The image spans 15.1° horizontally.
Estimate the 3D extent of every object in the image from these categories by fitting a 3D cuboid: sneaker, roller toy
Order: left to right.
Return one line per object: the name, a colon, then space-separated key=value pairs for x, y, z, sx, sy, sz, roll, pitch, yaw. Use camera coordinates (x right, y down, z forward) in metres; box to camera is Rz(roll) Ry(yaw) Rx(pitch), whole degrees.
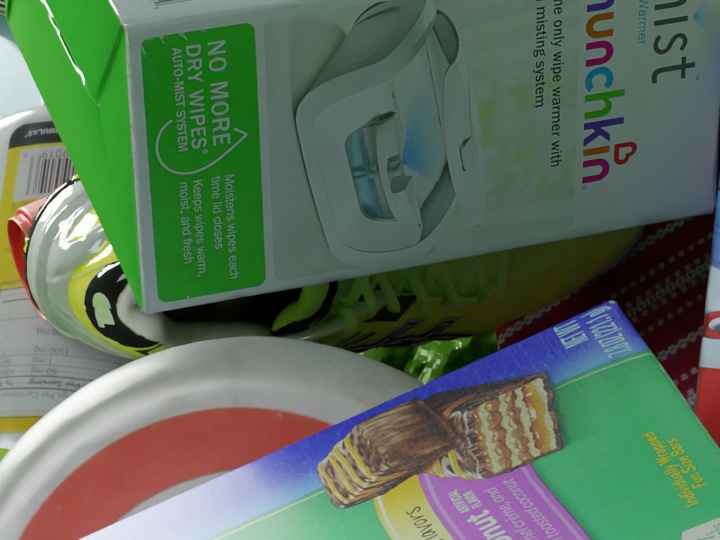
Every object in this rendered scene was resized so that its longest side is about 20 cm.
roller toy: x=-0.026 y=0.119 z=0.786 sx=0.182 sy=0.140 sz=0.200 roll=-29 pitch=81 yaw=-3
sneaker: x=0.000 y=0.000 z=0.841 sx=0.199 sy=0.076 sz=0.076 roll=-11 pitch=19 yaw=-16

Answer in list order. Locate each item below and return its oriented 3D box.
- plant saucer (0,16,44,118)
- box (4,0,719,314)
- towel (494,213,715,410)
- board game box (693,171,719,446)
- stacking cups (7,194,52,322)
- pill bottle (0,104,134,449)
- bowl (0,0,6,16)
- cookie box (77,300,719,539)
plant saucer: x=-0.201 y=-0.035 z=1.119 sx=0.200 sy=0.027 sz=0.201 roll=-19 pitch=53 yaw=27
box: x=-0.007 y=-0.090 z=0.820 sx=0.176 sy=0.097 sz=0.200 roll=-10 pitch=32 yaw=-15
towel: x=0.119 y=0.032 z=0.849 sx=0.144 sy=0.022 sz=0.200 roll=-33 pitch=46 yaw=17
board game box: x=0.199 y=-0.034 z=0.733 sx=0.199 sy=0.056 sz=0.196 roll=5 pitch=87 yaw=23
stacking cups: x=-0.018 y=-0.031 z=0.902 sx=0.200 sy=0.061 sz=0.061 roll=-23 pitch=44 yaw=-16
pill bottle: x=-0.098 y=0.051 z=0.931 sx=0.112 sy=0.112 sz=0.200 roll=-14 pitch=55 yaw=29
bowl: x=-0.037 y=-0.131 z=0.991 sx=0.201 sy=0.094 sz=0.201 roll=-43 pitch=4 yaw=4
cookie box: x=0.003 y=0.108 z=0.625 sx=0.200 sy=0.075 sz=0.171 roll=-24 pitch=27 yaw=-2
